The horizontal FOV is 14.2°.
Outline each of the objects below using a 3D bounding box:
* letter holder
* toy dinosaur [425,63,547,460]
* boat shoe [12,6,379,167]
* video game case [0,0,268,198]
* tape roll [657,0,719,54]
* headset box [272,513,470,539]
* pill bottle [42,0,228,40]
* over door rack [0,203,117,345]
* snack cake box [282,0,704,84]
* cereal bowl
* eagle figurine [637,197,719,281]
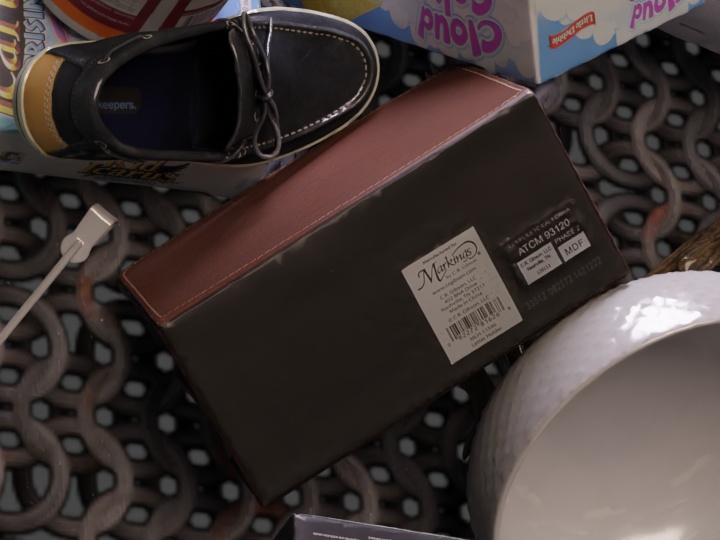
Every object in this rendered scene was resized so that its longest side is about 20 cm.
[{"bbox_3d":[0.000,0.000,1.352,0.199,0.142,0.101,-32,107,-7],"label":"letter holder"},{"bbox_3d":[0.054,0.007,1.432,0.102,0.077,0.201,17,66,-3],"label":"toy dinosaur"},{"bbox_3d":[-0.065,-0.083,1.344,0.199,0.062,0.075,-8,99,-39],"label":"boat shoe"},{"bbox_3d":[-0.139,-0.142,1.417,0.180,0.045,0.201,5,65,-22],"label":"video game case"},{"bbox_3d":[0.204,-0.219,1.517,0.139,0.203,0.204,21,60,-15],"label":"tape roll"},{"bbox_3d":[-0.012,0.234,1.204,0.092,0.174,0.201,10,54,-17],"label":"headset box"},{"bbox_3d":[-0.078,-0.190,1.320,0.109,0.200,0.110,10,63,-21],"label":"pill bottle"},{"bbox_3d":[-0.220,0.001,1.276,0.148,0.067,0.200,39,72,-4],"label":"over door rack"},{"bbox_3d":[0.060,-0.161,1.430,0.115,0.200,0.068,-25,120,-32],"label":"snack cake box"},{"bbox_3d":[0.136,0.079,1.370,0.199,0.201,0.083,-2,36,-26],"label":"cereal bowl"},{"bbox_3d":[0.256,0.038,1.470,0.200,0.152,0.151,51,37,10],"label":"eagle figurine"}]
